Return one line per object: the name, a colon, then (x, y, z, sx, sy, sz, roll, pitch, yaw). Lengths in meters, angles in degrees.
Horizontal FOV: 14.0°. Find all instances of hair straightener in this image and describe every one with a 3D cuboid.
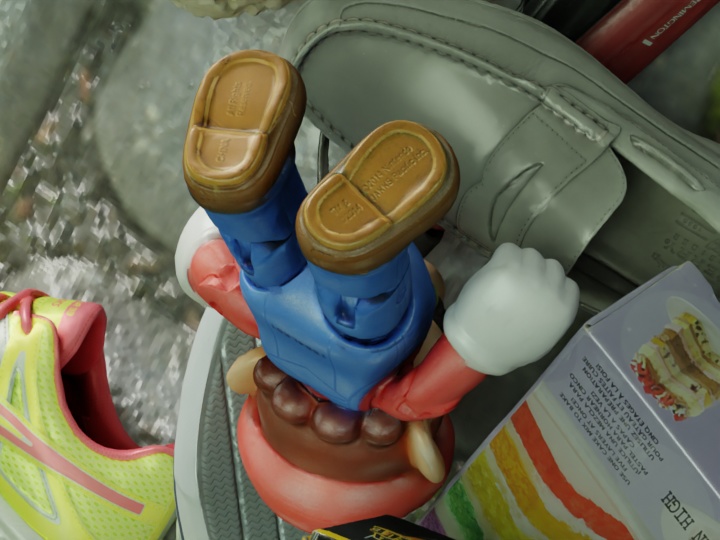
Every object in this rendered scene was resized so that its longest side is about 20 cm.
hair straightener: (0.051, -0.074, 0.989, 0.200, 0.041, 0.077, -46, 57, 28)

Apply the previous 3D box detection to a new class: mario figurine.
mario figurine: (0.000, 0.000, 0.911, 0.105, 0.200, 0.124, -21, 61, -8)

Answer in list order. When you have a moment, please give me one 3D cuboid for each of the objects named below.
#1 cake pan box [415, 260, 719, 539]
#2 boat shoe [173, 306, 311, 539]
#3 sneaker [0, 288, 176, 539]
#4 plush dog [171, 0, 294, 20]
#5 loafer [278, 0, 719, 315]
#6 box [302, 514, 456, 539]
cake pan box: (0.110, 0.123, 0.915, 0.200, 0.052, 0.184, 53, 149, 10)
boat shoe: (-0.039, 0.094, 1.022, 0.067, 0.073, 0.202, -171, 81, -64)
sneaker: (-0.134, 0.032, 1.068, 0.200, 0.078, 0.090, 46, 104, 9)
plush dog: (-0.018, -0.150, 0.915, 0.160, 0.171, 0.201, 44, 113, 35)
loafer: (0.065, -0.027, 0.919, 0.199, 0.070, 0.070, 24, 121, -6)
box: (0.059, 0.178, 0.851, 0.199, 0.049, 0.161, 19, 101, 29)
